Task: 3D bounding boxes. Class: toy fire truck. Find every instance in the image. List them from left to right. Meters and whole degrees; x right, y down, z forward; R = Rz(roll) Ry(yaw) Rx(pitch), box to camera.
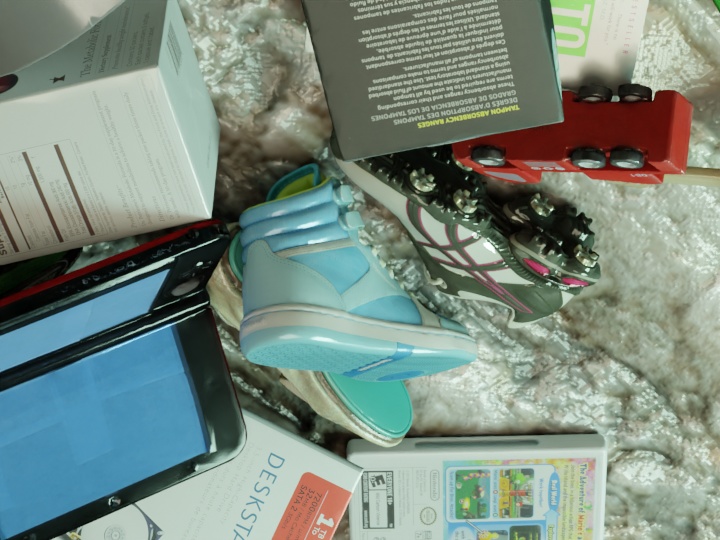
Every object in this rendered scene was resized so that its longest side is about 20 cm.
[{"bbox_3d":[0.171,-0.072,1.249,0.200,0.049,0.141,2,168,29],"label":"toy fire truck"}]

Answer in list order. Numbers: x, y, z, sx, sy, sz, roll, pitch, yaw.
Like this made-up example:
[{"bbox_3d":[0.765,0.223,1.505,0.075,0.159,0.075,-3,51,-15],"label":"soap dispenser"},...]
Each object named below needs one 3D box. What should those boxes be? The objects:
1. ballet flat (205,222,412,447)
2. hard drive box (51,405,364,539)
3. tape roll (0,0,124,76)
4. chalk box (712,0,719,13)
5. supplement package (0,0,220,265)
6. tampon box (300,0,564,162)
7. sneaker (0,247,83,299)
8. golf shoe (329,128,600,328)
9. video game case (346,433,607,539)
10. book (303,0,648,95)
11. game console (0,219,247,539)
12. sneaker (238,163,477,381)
[{"bbox_3d":[-0.042,0.043,1.349,0.062,0.067,0.200,-17,121,43],"label":"ballet flat"},{"bbox_3d":[-0.124,0.156,1.359,0.200,0.077,0.156,27,82,-17],"label":"hard drive box"},{"bbox_3d":[-0.159,-0.196,1.104,0.200,0.200,0.066,-32,116,19],"label":"tape roll"},{"bbox_3d":[0.301,-0.190,1.154,0.200,0.124,0.124,-25,119,16],"label":"chalk box"},{"bbox_3d":[-0.197,-0.082,1.227,0.200,0.114,0.110,-13,123,7],"label":"supplement package"},{"bbox_3d":[0.032,-0.186,1.100,0.126,0.150,0.200,-10,117,8],"label":"tampon box"},{"bbox_3d":[-0.256,0.034,1.284,0.200,0.078,0.085,-40,131,-12],"label":"sneaker"},{"bbox_3d":[0.056,-0.026,1.289,0.200,0.077,0.088,30,125,-17],"label":"golf shoe"},{"bbox_3d":[0.083,0.205,1.464,0.182,0.024,0.200,-1,122,0],"label":"video game case"},{"bbox_3d":[0.073,-0.185,1.208,0.200,0.048,0.134,7,120,-1],"label":"book"},{"bbox_3d":[-0.161,0.076,1.231,0.200,0.119,0.172,-23,169,-21],"label":"game console"},{"bbox_3d":[0.000,0.000,1.306,0.080,0.131,0.200,-20,159,36],"label":"sneaker"}]
